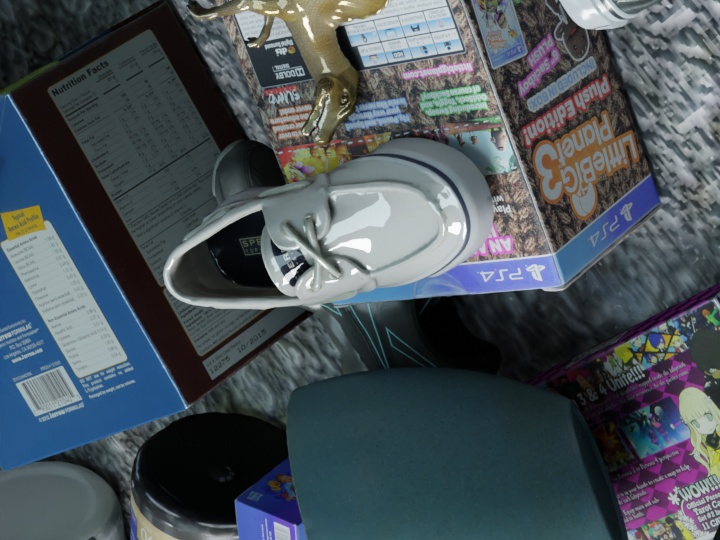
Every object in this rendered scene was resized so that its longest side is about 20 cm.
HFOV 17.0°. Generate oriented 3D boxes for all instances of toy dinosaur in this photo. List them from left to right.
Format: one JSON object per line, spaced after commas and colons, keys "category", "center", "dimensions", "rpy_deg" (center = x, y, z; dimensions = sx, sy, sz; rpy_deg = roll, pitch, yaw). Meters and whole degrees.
{"category": "toy dinosaur", "center": [-0.030, -0.157, 1.130], "dimensions": [0.100, 0.058, 0.201], "rpy_deg": [16, 134, 16]}

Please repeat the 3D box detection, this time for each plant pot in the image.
{"category": "plant pot", "center": [0.062, 0.132, 1.236], "dimensions": [0.134, 0.200, 0.201], "rpy_deg": [-21, 104, 10]}

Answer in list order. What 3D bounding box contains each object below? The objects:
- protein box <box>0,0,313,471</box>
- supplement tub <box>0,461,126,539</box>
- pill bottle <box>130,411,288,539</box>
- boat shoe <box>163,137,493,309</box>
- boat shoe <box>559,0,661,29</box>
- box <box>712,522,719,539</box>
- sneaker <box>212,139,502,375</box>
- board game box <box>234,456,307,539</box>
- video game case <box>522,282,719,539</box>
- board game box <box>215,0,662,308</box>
{"category": "protein box", "center": [-0.164, -0.016, 1.411], "dimensions": [0.198, 0.135, 0.201], "rpy_deg": [-21, 101, 47]}
{"category": "supplement tub", "center": [-0.211, 0.242, 1.631], "dimensions": [0.122, 0.122, 0.201], "rpy_deg": [18, 127, 33]}
{"category": "pill bottle", "center": [-0.089, 0.197, 1.500], "dimensions": [0.111, 0.112, 0.201], "rpy_deg": [26, 131, 27]}
{"category": "boat shoe", "center": [-0.022, -0.016, 1.190], "dimensions": [0.199, 0.066, 0.072], "rpy_deg": [-5, 113, 44]}
{"category": "boat shoe", "center": [0.095, -0.212, 1.113], "dimensions": [0.071, 0.072, 0.201], "rpy_deg": [-22, 106, 32]}
{"category": "box", "center": [0.248, 0.221, 1.222], "dimensions": [0.160, 0.049, 0.201], "rpy_deg": [17, 136, 18]}
{"category": "sneaker", "center": [0.000, 0.000, 1.335], "dimensions": [0.079, 0.075, 0.200], "rpy_deg": [-35, 98, 37]}
{"category": "board game box", "center": [-0.007, 0.188, 1.403], "dimensions": [0.045, 0.134, 0.201], "rpy_deg": [18, 127, 33]}
{"category": "video game case", "center": [0.174, 0.116, 1.266], "dimensions": [0.200, 0.036, 0.182], "rpy_deg": [-32, 93, 48]}
{"category": "board game box", "center": [0.036, -0.095, 1.209], "dimensions": [0.159, 0.097, 0.201], "rpy_deg": [-5, 113, 43]}
